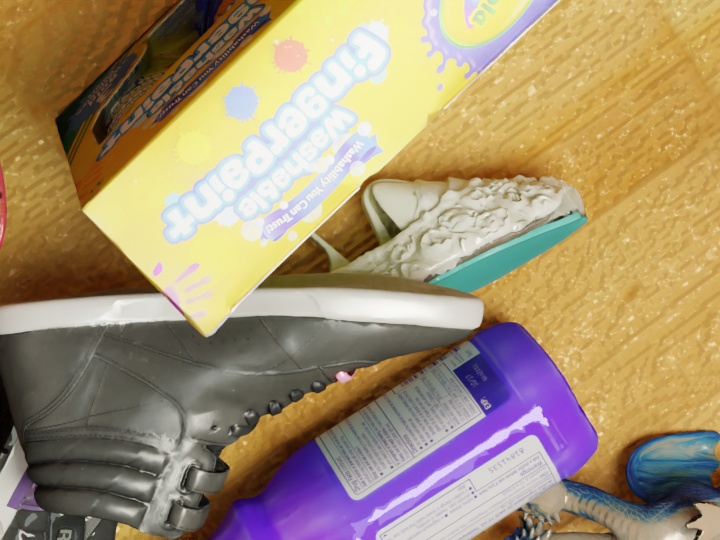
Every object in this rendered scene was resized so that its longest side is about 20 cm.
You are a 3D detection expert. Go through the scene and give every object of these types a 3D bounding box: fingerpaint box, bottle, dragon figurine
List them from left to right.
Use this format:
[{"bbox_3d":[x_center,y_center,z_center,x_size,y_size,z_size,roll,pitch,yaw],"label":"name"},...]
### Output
[{"bbox_3d":[-0.022,-0.087,0.937,0.200,0.167,0.073,-43,108,3],"label":"fingerpaint box"},{"bbox_3d":[0.004,0.101,1.048,0.200,0.084,0.065,-33,112,-3],"label":"bottle"},{"bbox_3d":[0.154,0.110,1.099,0.199,0.099,0.059,-9,109,-31],"label":"dragon figurine"}]

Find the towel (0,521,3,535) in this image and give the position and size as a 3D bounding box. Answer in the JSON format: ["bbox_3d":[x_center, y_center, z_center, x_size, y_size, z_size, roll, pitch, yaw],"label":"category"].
[{"bbox_3d":[-0.227,0.081,0.929,0.199,0.133,0.035,23,64,6],"label":"towel"}]

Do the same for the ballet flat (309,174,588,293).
[{"bbox_3d":[0.000,0.000,1.029,0.199,0.072,0.072,-30,111,-4],"label":"ballet flat"}]

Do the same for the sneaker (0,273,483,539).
[{"bbox_3d":[-0.047,0.054,0.967,0.199,0.071,0.100,-5,92,4],"label":"sneaker"}]

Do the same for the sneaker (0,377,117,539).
[{"bbox_3d":[-0.147,0.138,1.031,0.087,0.076,0.201,25,100,-25],"label":"sneaker"}]

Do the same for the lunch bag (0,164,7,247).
[{"bbox_3d":[-0.232,-0.067,0.907,0.176,0.082,0.201,-21,114,-36],"label":"lunch bag"}]
